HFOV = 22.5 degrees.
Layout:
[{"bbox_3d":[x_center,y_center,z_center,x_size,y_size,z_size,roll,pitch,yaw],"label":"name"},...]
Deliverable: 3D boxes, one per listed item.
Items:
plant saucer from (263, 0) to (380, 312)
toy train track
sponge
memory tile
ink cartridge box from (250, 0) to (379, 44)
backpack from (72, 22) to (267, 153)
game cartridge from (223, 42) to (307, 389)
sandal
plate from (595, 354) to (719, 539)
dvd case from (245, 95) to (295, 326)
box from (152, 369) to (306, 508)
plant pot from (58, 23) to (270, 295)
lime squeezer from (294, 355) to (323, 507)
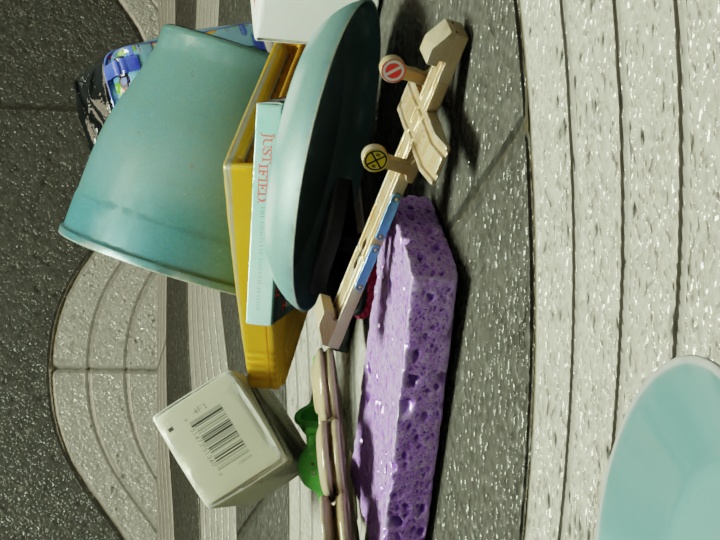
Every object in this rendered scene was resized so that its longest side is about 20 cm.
[{"bbox_3d":[-0.025,-0.074,1.140,0.200,0.027,0.200,12,-90,-80],"label":"plant saucer"},{"bbox_3d":[0.007,-0.048,1.011,0.115,0.033,0.200,-105,34,-62],"label":"toy train track"},{"bbox_3d":[0.024,0.067,1.047,0.112,0.030,0.200,-106,21,-61],"label":"sponge"},{"bbox_3d":[-0.013,0.153,1.148,0.200,0.017,0.153,83,-179,-59],"label":"memory tile"},{"bbox_3d":[-0.033,-0.274,1.254,0.147,0.083,0.200,103,165,-48],"label":"ink cartridge box"},{"bbox_3d":[-0.152,-0.108,1.654,0.135,0.183,0.200,-22,80,61],"label":"backpack"},{"bbox_3d":[-0.057,-0.038,1.303,0.176,0.032,0.200,-74,-17,-52],"label":"game cartridge"},{"bbox_3d":[0.000,0.000,1.167,0.200,0.045,0.075,80,-156,-68],"label":"sandal"},{"bbox_3d":[0.112,0.127,0.570,0.200,0.026,0.200,-178,90,-80],"label":"plate"},{"bbox_3d":[-0.040,-0.051,1.244,0.200,0.022,0.146,-42,-44,-75],"label":"dvd case"},{"bbox_3d":[-0.090,0.128,1.353,0.082,0.068,0.200,58,-179,7],"label":"box"},{"bbox_3d":[-0.119,-0.091,1.460,0.200,0.200,0.188,-146,73,-78],"label":"plant pot"},{"bbox_3d":[-0.023,0.129,1.318,0.071,0.038,0.200,54,-156,-51],"label":"lime squeezer"}]
